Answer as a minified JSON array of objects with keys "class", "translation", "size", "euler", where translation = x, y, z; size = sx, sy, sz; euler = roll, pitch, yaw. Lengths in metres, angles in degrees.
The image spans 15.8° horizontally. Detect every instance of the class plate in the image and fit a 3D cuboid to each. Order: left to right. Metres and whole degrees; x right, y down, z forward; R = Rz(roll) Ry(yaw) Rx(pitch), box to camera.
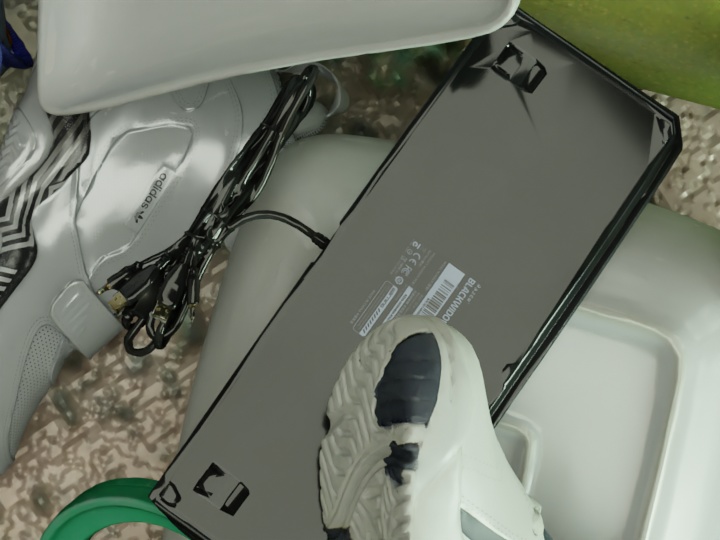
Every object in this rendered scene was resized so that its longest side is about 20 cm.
[{"class":"plate","translation":[-0.024,-0.158,0.851],"size":[0.200,0.032,0.200],"euler":[-8,77,37]}]

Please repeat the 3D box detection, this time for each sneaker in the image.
[{"class":"sneaker","translation":[-0.082,-0.002,0.939],"size":[0.115,0.075,0.201],"euler":[19,87,0]},{"class":"sneaker","translation":[0.064,0.099,0.784],"size":[0.129,0.079,0.200],"euler":[-12,105,-18]}]

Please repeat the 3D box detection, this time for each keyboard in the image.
[{"class":"keyboard","translation":[0.000,0.000,0.823],"size":[0.127,0.021,0.200],"euler":[36,83,2]}]

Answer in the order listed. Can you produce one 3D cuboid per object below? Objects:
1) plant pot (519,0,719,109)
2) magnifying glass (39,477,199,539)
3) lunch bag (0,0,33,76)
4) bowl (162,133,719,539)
[{"class":"plant pot","translation":[0.135,-0.132,0.902],"size":[0.184,0.200,0.201],"euler":[7,91,9]},{"class":"magnifying glass","translation":[-0.025,0.147,0.842],"size":[0.200,0.022,0.080],"euler":[42,119,1]},{"class":"lunch bag","translation":[-0.207,-0.095,0.871],"size":[0.170,0.200,0.124],"euler":[-17,91,-3]},{"class":"bowl","translation":[0.036,0.065,0.872],"size":[0.199,0.075,0.200],"euler":[15,96,3]}]
